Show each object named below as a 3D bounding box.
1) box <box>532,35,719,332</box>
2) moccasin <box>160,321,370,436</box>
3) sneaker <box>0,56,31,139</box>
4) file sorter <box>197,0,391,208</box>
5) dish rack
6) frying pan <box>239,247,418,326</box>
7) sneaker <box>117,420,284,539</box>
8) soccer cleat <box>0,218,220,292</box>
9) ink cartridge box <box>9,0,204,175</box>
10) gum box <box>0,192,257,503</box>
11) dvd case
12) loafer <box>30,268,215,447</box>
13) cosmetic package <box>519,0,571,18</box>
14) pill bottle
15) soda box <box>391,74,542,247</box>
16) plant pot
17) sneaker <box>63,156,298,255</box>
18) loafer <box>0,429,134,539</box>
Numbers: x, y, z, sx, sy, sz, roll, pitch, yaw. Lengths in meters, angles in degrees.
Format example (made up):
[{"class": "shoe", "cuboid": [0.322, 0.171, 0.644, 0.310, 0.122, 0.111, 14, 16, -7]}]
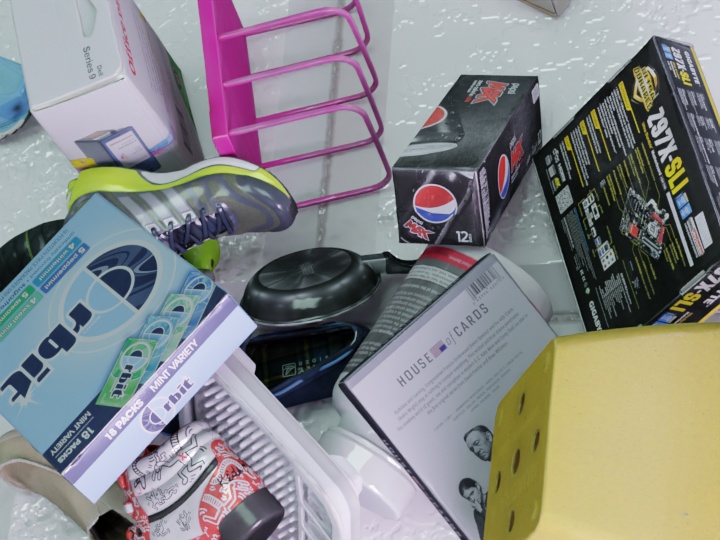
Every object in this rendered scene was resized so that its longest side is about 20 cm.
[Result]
[{"class": "box", "cuboid": [0.213, -0.048, 1.583, 0.160, 0.049, 0.201, -45, 47, 39]}, {"class": "moccasin", "cuboid": [-0.082, 0.072, 1.649, 0.199, 0.068, 0.081, -19, 60, 9]}, {"class": "sneaker", "cuboid": [-0.368, -0.174, 1.857, 0.199, 0.090, 0.079, 15, 68, 22]}, {"class": "file sorter", "cuboid": [-0.054, -0.165, 1.731, 0.125, 0.139, 0.201, -12, 60, 7]}, {"class": "dish rack", "cuboid": [-0.061, 0.144, 1.550, 0.043, 0.172, 0.200, -33, 61, -23]}, {"class": "frying pan", "cuboid": [-0.005, 0.008, 1.653, 0.189, 0.031, 0.115, -6, 24, 17]}, {"class": "sneaker", "cuboid": [-0.147, 0.199, 1.555, 0.108, 0.067, 0.201, 49, 118, 16]}, {"class": "soccer cleat", "cuboid": [-0.213, -0.003, 1.723, 0.199, 0.068, 0.081, -7, 31, 12]}, {"class": "ink cartridge box", "cuboid": [-0.203, -0.148, 1.728, 0.087, 0.200, 0.146, -20, 59, 6]}, {"class": "gum box", "cuboid": [-0.192, 0.051, 1.532, 0.170, 0.045, 0.200, -47, 41, -8]}, {"class": "dvd case", "cuboid": [0.100, 0.111, 1.522, 0.150, 0.025, 0.200, -40, 95, -18]}, {"class": "loafer", "cuboid": [-0.192, 0.054, 1.624, 0.070, 0.075, 0.200, 41, 61, 15]}, {"class": "cosmetic package", "cuboid": [0.108, -0.306, 1.794, 0.200, 0.073, 0.104, 31, 75, 28]}, {"class": "pill bottle", "cuboid": [0.049, 0.081, 1.581, 0.110, 0.111, 0.200, 26, 72, 27]}, {"class": "soda box", "cuboid": [0.085, -0.088, 1.628, 0.070, 0.064, 0.200, 3, 26, 17]}, {"class": "plant pot", "cuboid": [0.186, 0.144, 1.418, 0.176, 0.200, 0.201, 13, 63, -9]}, {"class": "sneaker", "cuboid": [-0.144, -0.035, 1.659, 0.199, 0.074, 0.081, -5, 48, 20]}, {"class": "loafer", "cuboid": [-0.201, 0.174, 1.627, 0.199, 0.076, 0.068, 13, 61, 22]}]
